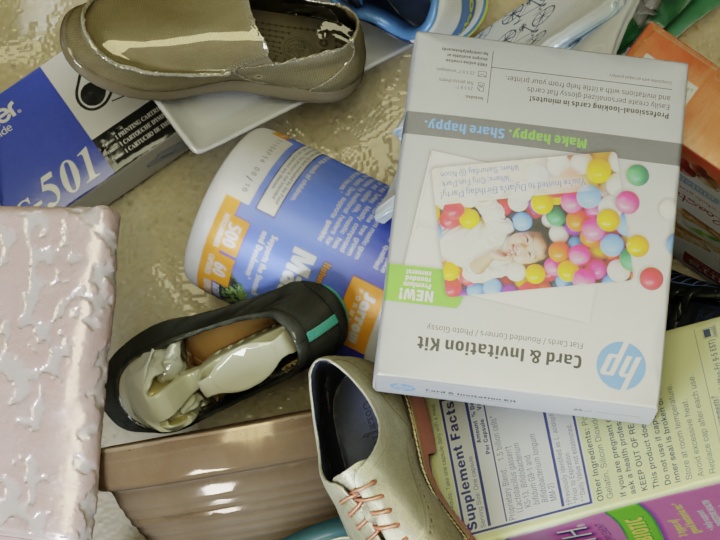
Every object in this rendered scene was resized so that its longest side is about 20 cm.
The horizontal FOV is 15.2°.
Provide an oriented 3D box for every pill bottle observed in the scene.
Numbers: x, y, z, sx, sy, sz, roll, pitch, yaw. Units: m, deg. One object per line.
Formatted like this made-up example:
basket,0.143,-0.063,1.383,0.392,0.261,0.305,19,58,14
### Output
pill bottle,0.000,0.000,1.690,0.199,0.112,0.112,26,78,11

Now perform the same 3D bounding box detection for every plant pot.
plant pot,-0.057,0.134,1.621,0.200,0.201,0.093,-11,88,1

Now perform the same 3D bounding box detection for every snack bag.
snack bag,0.092,-0.119,1.654,0.188,0.200,0.021,-30,111,34

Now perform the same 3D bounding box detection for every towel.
towel,-0.237,0.058,1.603,0.190,0.032,0.201,2,84,21

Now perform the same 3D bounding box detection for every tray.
tray,-0.061,-0.149,1.746,0.200,0.022,0.107,-29,74,-31

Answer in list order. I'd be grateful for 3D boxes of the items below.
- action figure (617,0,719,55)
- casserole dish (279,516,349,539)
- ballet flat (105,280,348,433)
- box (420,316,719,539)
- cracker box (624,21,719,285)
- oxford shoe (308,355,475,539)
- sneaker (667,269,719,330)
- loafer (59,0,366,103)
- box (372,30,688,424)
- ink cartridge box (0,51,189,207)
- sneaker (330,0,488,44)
action figure,0.152,-0.155,1.755,0.118,0.055,0.200,39,85,10
casserole dish,-0.043,0.215,1.522,0.199,0.039,0.121,-25,77,0
ballet flat,-0.098,0.059,1.655,0.200,0.068,0.068,-27,101,32
box,0.158,0.118,1.558,0.199,0.176,0.097,-15,65,12
cracker box,0.208,-0.060,1.645,0.134,0.200,0.058,35,78,11
oxford shoe,0.012,0.137,1.468,0.071,0.074,0.201,-34,59,23
sneaker,0.197,0.028,1.686,0.199,0.078,0.070,19,77,9
loafer,-0.087,-0.151,1.683,0.199,0.067,0.076,0,60,-20
box,0.094,-0.025,1.485,0.155,0.041,0.201,7,75,1
ink cartridge box,-0.173,-0.097,1.764,0.200,0.044,0.094,-35,74,-6
sneaker,-0.009,-0.213,1.731,0.200,0.082,0.074,34,114,5
